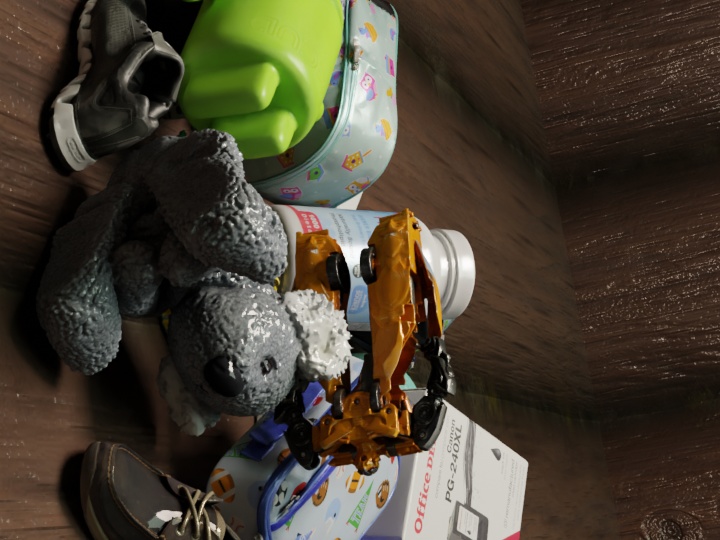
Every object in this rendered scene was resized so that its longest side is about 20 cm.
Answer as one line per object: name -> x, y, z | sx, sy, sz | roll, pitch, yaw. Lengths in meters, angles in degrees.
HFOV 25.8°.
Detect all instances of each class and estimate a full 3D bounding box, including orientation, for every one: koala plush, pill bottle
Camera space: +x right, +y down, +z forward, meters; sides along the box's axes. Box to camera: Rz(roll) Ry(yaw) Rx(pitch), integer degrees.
koala plush -> -0.104, 0.022, 1.114 | 0.201, 0.176, 0.184 | 57, 12, -29
pill bottle -> 0.000, 0.000, 1.420 | 0.198, 0.109, 0.110 | 2, 71, -30

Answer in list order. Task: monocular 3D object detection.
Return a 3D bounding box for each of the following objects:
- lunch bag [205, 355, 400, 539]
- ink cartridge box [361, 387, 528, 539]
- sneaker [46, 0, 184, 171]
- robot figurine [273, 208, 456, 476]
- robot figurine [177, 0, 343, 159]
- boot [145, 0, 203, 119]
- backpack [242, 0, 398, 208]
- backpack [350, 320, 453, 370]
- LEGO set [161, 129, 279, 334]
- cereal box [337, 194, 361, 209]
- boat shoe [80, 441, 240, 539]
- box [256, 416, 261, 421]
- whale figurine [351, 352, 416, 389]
lunch bag -> -0.043, 0.166, 1.252 | 0.200, 0.075, 0.162 | -47, 145, -41
ink cartridge box -> 0.067, 0.211, 1.446 | 0.200, 0.083, 0.147 | 38, 55, -47
sneaker -> -0.169, -0.153, 1.175 | 0.201, 0.089, 0.067 | -84, 156, -47
robot figurine -> 0.004, 0.059, 1.187 | 0.058, 0.143, 0.202 | 45, 38, -59
robot figurine -> -0.077, -0.172, 1.234 | 0.201, 0.114, 0.176 | -76, 151, -43
boot -> -0.148, -0.216, 1.345 | 0.204, 0.072, 0.156 | -69, 153, -75
backpack -> -0.056, -0.159, 1.425 | 0.153, 0.174, 0.203 | 21, 57, -51
backpack -> 0.028, 0.022, 1.621 | 0.162, 0.155, 0.200 | 36, 23, 9
LEGO set -> -0.101, -0.012, 1.252 | 0.154, 0.114, 0.202 | -69, 144, -62
cereal box -> -0.047, -0.154, 1.680 | 0.144, 0.039, 0.202 | -70, 144, -62
boat shoe -> -0.128, 0.175, 1.101 | 0.201, 0.072, 0.075 | 58, 25, -50
box -> -0.069, 0.098, 1.421 | 0.042, 0.038, 0.202 | 54, 28, -52
whale figurine -> 0.020, 0.176, 1.551 | 0.160, 0.102, 0.202 | -72, 149, -61
